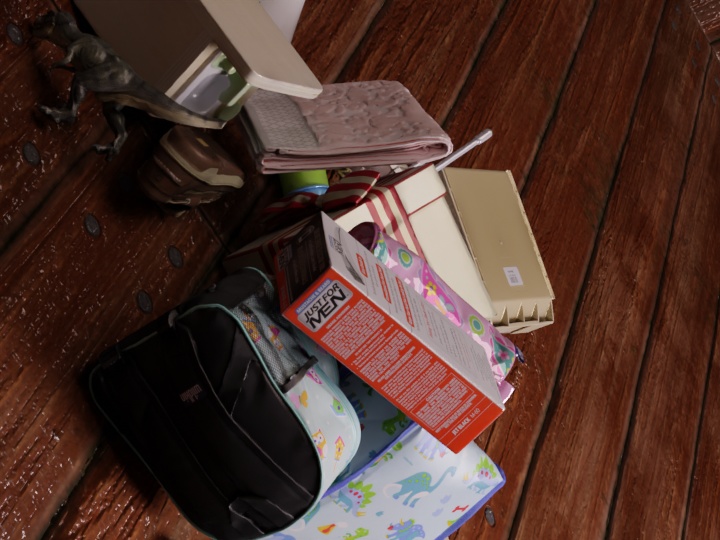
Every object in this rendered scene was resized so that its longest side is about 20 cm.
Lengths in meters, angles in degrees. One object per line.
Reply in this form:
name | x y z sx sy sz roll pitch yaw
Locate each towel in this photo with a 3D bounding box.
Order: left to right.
towel | -0.025 -0.146 1.828 0.200 0.190 0.032 -121 -151 -63

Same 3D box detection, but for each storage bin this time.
storage bin | 0.128 -0.017 2.166 0.200 0.093 0.199 -1 71 -62

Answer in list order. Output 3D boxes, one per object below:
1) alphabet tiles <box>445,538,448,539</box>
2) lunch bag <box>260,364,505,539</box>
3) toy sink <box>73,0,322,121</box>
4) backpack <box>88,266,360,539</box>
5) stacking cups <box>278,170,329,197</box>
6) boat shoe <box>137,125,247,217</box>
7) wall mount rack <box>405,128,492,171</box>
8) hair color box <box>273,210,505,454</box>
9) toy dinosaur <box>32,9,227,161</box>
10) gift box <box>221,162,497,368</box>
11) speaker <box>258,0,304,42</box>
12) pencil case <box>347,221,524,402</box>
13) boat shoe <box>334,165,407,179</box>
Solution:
alphabet tiles | 0.071 0.339 1.868 0.166 0.006 0.201 0 69 -62
lunch bag | -0.001 0.189 1.653 0.170 0.200 0.128 38 10 -46
toy sink | -0.152 -0.207 1.722 0.200 0.112 0.130 53 22 19
backpack | -0.099 0.115 1.532 0.201 0.175 0.153 59 28 -1
stacking cups | -0.055 -0.059 1.909 0.060 0.060 0.201 15 61 -58
boat shoe | -0.163 -0.088 1.713 0.075 0.075 0.202 44 5 9
wall mount rack | 0.060 -0.069 1.941 0.074 0.200 0.175 20 78 -22
hair color box | 0.023 0.052 1.535 0.200 0.064 0.111 41 15 -21
toy dinosaur | -0.222 -0.151 1.606 0.200 0.088 0.047 34 -8 9
gift box | 0.000 0.000 1.781 0.200 0.184 0.187 -34 102 -43
speaker | -0.099 -0.287 1.972 0.081 0.081 0.200 52 30 -27
pencil case | 0.052 0.045 1.643 0.200 0.087 0.088 42 34 -22
boat shoe | 0.000 -0.121 2.006 0.072 0.059 0.200 51 7 22
